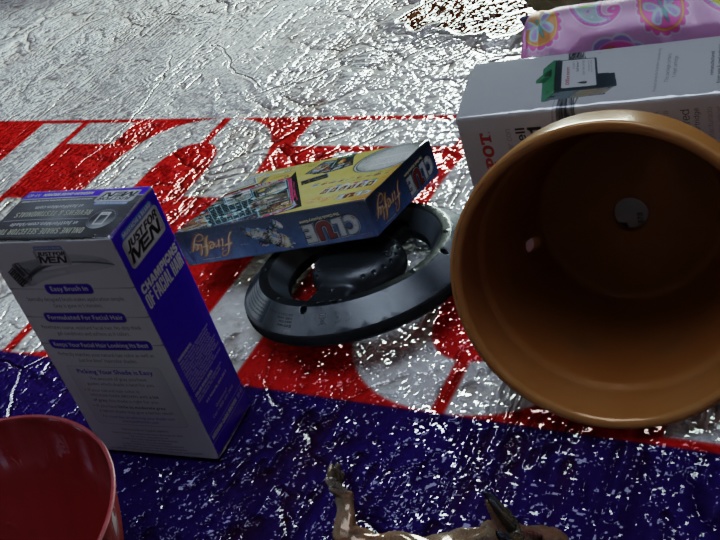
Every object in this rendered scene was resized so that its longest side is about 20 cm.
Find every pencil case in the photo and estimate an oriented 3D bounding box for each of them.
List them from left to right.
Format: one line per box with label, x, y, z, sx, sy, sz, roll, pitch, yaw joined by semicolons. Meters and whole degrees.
pencil case;0.225;-0.173;0.817;0.199;0.088;0.088;-3;37;25

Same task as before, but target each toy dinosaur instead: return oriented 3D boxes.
toy dinosaur;0.027;0.180;0.545;0.135;0.086;0.200;1;36;31

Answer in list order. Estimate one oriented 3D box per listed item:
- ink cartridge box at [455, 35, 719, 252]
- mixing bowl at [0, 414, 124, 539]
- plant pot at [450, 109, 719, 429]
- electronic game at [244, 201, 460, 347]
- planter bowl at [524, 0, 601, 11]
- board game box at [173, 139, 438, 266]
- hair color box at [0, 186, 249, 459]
ink cartridge box;0.186;-0.087;0.792;0.199;0.146;0.084;-3;39;23
mixing bowl;-0.221;0.195;0.627;0.200;0.109;0.200;-13;36;9
plant pot;0.172;-0.016;0.681;0.199;0.201;0.140;-3;20;22
electronic game;0.000;0.000;0.849;0.199;0.042;0.200;-15;27;8
planter bowl;0.233;-0.340;1.102;0.135;0.200;0.200;-49;37;4
board game box;-0.047;-0.060;0.912;0.200;0.035;0.136;-7;23;32
hair color box;-0.166;0.040;0.732;0.109;0.200;0.065;0;39;25
